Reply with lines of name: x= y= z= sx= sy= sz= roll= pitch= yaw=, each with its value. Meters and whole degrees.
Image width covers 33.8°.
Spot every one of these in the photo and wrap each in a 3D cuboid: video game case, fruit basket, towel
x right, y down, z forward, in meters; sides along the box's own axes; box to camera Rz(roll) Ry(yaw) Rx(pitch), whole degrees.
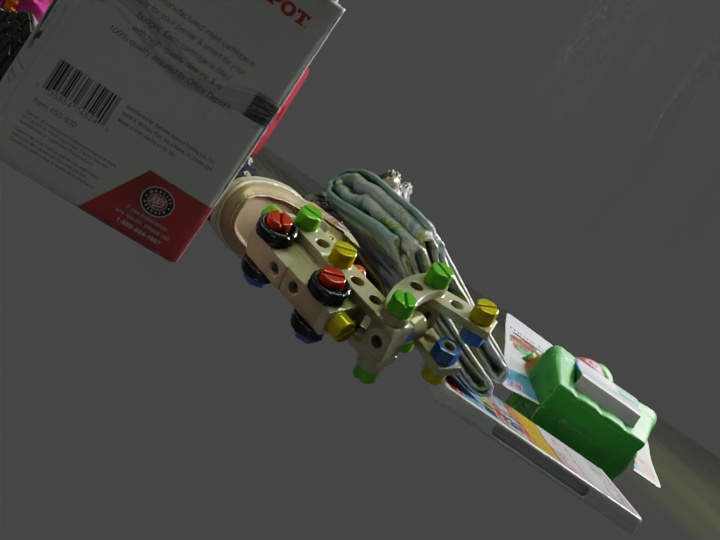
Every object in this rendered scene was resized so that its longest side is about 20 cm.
video game case: x=0.143 y=0.145 z=1.026 sx=0.200 sy=0.017 sz=0.143 roll=35 pitch=5 yaw=-6
fruit basket: x=0.227 y=0.124 z=1.214 sx=0.185 sy=0.094 sz=0.200 roll=35 pitch=24 yaw=-3
towel: x=0.047 y=0.007 z=1.032 sx=0.172 sy=0.048 sz=0.200 roll=61 pitch=-6 yaw=-26

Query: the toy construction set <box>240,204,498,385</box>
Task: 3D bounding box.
toy construction set: x=-0.010 y=0.006 z=0.853 sx=0.131 sy=0.093 sz=0.200 roll=-11 pitch=33 yaw=-45

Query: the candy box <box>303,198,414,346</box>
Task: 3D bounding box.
candy box: x=0.000 y=0.000 z=1.232 sx=0.200 sy=0.055 sz=0.115 roll=36 pitch=5 yaw=12

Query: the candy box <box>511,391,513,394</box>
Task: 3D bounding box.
candy box: x=0.237 y=0.164 z=1.456 sx=0.102 sy=0.026 sz=0.200 roll=33 pitch=4 yaw=9

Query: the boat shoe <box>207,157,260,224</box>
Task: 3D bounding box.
boat shoe: x=-0.119 y=-0.072 z=1.100 sx=0.093 sy=0.075 sz=0.200 roll=41 pitch=12 yaw=-8

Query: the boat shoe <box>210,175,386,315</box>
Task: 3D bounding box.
boat shoe: x=-0.042 y=-0.016 z=0.990 sx=0.069 sy=0.074 sz=0.200 roll=31 pitch=0 yaw=40

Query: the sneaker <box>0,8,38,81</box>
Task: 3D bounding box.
sneaker: x=-0.239 y=-0.140 z=0.871 sx=0.087 sy=0.076 sz=0.200 roll=39 pitch=2 yaw=-31

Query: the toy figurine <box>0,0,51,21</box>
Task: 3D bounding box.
toy figurine: x=-0.358 y=-0.275 z=1.263 sx=0.184 sy=0.150 sz=0.200 roll=50 pitch=-16 yaw=15

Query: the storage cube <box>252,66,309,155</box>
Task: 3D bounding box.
storage cube: x=-0.209 y=-0.292 z=1.863 sx=0.171 sy=0.200 sz=0.180 roll=36 pitch=11 yaw=3

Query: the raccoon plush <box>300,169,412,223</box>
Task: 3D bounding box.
raccoon plush: x=-0.035 y=-0.091 z=1.402 sx=0.200 sy=0.134 sz=0.097 roll=35 pitch=6 yaw=3

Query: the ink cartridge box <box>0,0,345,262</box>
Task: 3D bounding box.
ink cartridge box: x=-0.129 y=-0.132 z=0.755 sx=0.146 sy=0.200 sz=0.083 roll=33 pitch=4 yaw=-27
